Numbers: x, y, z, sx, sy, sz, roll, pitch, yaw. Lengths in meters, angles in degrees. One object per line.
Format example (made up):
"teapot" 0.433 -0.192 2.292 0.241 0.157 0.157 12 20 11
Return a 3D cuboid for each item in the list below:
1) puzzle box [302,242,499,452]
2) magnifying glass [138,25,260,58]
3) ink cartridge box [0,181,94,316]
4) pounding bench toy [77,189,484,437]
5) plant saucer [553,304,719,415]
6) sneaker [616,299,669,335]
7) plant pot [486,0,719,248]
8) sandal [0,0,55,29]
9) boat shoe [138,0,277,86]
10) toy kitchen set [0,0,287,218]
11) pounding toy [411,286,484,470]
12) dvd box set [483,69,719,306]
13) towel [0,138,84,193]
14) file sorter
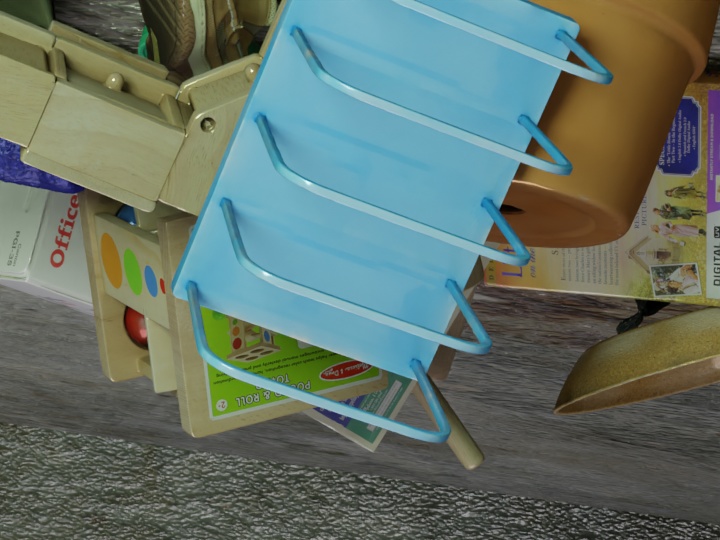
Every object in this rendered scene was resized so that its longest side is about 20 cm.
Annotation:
"puzzle box" 0.000 0.000 1.314 0.133 0.200 0.025 30 -162 -1
"magnifying glass" -0.105 -0.130 1.418 0.079 0.022 0.200 10 165 1
"ink cartridge box" -0.177 -0.037 1.581 0.200 0.147 0.083 22 169 -41
"pounding bench toy" -0.046 -0.002 1.240 0.200 0.124 0.156 -13 -163 -25
"plant saucer" 0.217 0.051 1.360 0.200 0.035 0.200 -14 170 -3
"sneaker" 0.170 -0.024 1.385 0.200 0.140 0.078 3 164 25
"plant pot" 0.087 -0.096 1.141 0.200 0.140 0.200 9 168 2
"sandal" -0.220 -0.139 1.260 0.080 0.057 0.201 7 158 11
"boat shoe" -0.086 -0.152 1.226 0.076 0.072 0.200 -22 162 -12
"toy kitchen set" -0.101 -0.142 1.087 0.200 0.181 0.163 21 -166 -17
"pounding toy" 0.008 0.000 1.390 0.184 0.200 0.142 13 -166 -15
"dvd box set" 0.171 -0.053 1.286 0.200 0.147 0.029 4 -158 21
"towel" -0.241 -0.095 1.214 0.200 0.050 0.148 13 -167 2
"file sorter" 0.015 -0.039 0.989 0.139 0.200 0.123 19 -166 -15
